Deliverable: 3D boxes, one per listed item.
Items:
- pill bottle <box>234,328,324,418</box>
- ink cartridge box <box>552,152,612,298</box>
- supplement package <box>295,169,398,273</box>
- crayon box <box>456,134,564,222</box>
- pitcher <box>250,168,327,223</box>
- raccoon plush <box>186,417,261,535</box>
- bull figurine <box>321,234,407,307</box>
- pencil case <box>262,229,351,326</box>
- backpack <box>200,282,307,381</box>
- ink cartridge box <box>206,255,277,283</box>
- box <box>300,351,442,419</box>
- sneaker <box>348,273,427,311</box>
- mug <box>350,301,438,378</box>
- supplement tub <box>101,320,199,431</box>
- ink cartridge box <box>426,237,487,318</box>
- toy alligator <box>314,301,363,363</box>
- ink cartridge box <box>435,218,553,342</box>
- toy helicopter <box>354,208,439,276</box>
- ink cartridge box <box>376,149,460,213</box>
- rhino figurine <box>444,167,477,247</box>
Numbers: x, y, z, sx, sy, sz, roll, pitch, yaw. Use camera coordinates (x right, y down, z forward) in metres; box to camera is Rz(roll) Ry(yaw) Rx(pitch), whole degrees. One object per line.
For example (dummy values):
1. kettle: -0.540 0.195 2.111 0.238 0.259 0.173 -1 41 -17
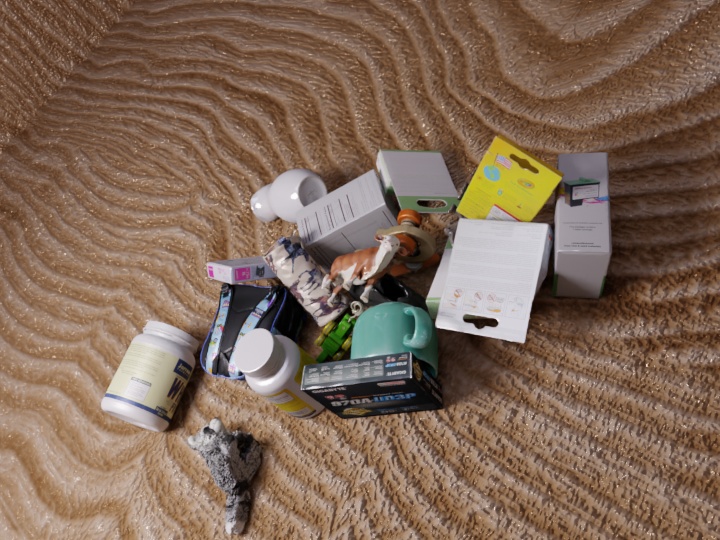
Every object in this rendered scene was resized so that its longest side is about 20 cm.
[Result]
1. pill bottle: -0.141 0.187 1.065 0.110 0.200 0.112 -14 53 19
2. ink cartridge box: 0.370 -0.076 0.984 0.083 0.145 0.202 2 60 17
3. supplement package: -0.024 -0.103 1.252 0.198 0.114 0.110 -26 50 12
4. crayon box: 0.254 -0.139 0.987 0.126 0.201 0.051 35 61 9
5. pitcher: -0.147 -0.187 1.372 0.172 0.122 0.199 -47 26 -26
6. raccoon plush: -0.272 0.378 1.089 0.133 0.097 0.202 -12 54 32
7. bull figurine: 0.000 0.000 1.083 0.199 0.065 0.122 -19 32 56
8. pencil case: -0.104 0.019 1.176 0.089 0.078 0.200 -39 93 13
9. backpack: -0.221 0.137 1.187 0.181 0.135 0.202 2 60 30
10. ink cartridge box: -0.216 -0.007 1.268 0.119 0.198 0.043 9 107 51
11. box: 0.023 0.200 0.992 0.198 0.159 0.046 -11 55 22
12. sneaker: 0.039 0.032 1.142 0.199 0.091 0.076 17 71 38
13. mug: 0.073 0.121 1.016 0.184 0.152 0.116 -19 51 32
14. supplement tub: -0.443 0.225 1.247 0.144 0.145 0.202 4 61 31
15. ink cartridge box: 0.216 0.004 1.083 0.144 0.048 0.201 -3 37 27
16. toy alligator: -0.032 0.113 1.112 0.059 0.201 0.054 38 39 5
17. ink cartridge box: 0.225 0.015 0.979 0.161 0.050 0.202 7 77 33
18. toy helicopter: 0.067 -0.035 1.164 0.199 0.132 0.080 -16 47 43
19. ink cartridge box: 0.123 -0.173 1.212 0.144 0.048 0.201 -1 50 -16
20. rhino figurine: 0.216 -0.109 1.114 0.087 0.060 0.201 33 53 2
